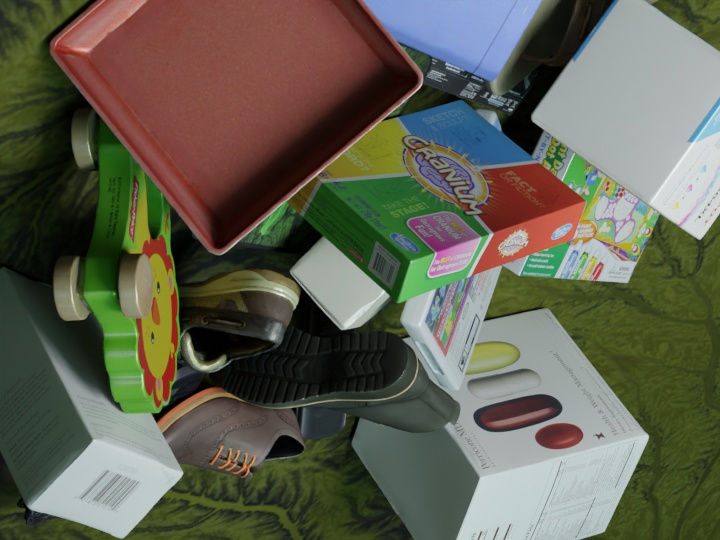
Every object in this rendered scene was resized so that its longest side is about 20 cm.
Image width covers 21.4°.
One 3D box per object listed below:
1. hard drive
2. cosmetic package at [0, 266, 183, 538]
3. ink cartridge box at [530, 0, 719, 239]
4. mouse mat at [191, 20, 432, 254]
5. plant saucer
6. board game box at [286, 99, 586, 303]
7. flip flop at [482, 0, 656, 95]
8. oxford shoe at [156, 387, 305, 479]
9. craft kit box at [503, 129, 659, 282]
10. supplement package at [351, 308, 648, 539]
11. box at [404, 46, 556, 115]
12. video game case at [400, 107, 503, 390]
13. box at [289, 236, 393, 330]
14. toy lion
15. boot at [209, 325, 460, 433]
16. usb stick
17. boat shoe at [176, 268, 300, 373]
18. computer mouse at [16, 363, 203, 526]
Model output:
[{"bbox_3d":[0.045,-0.235,1.425,0.199,0.025,0.132,20,116,-21],"label":"hard drive"},{"bbox_3d":[-0.235,0.101,1.494,0.081,0.200,0.113,-45,140,12],"label":"cosmetic package"},{"bbox_3d":[0.249,-0.121,1.550,0.129,0.125,0.200,-55,156,7],"label":"ink cartridge box"},{"bbox_3d":[-0.036,-0.098,1.479,0.161,0.008,0.200,7,119,-53],"label":"mouse mat"},{"bbox_3d":[-0.088,-0.148,1.375,0.199,0.200,0.037,-40,175,4],"label":"plant saucer"},{"bbox_3d":[0.055,-0.058,1.480,0.200,0.153,0.040,-19,140,-41],"label":"board game box"},{"bbox_3d":[0.184,-0.201,1.534,0.199,0.058,0.081,-28,144,-15],"label":"flip flop"},{"bbox_3d":[-0.120,0.150,1.707,0.200,0.073,0.071,-11,148,-52],"label":"oxford shoe"},{"bbox_3d":[0.219,-0.087,1.719,0.200,0.048,0.198,2,112,-53],"label":"craft kit box"},{"bbox_3d":[0.133,0.164,1.863,0.199,0.191,0.147,-11,136,-30],"label":"supplement package"},{"bbox_3d":[0.095,-0.219,1.532,0.200,0.050,0.158,13,121,-46],"label":"box"},{"bbox_3d":[0.092,-0.015,1.656,0.182,0.023,0.201,58,50,-66],"label":"video game case"},{"bbox_3d":[0.000,0.000,1.600,0.082,0.068,0.200,-43,176,1],"label":"box"},{"bbox_3d":[-0.172,0.000,1.456,0.068,0.201,0.192,-2,154,9],"label":"toy lion"},{"bbox_3d":[-0.022,0.109,1.698,0.138,0.199,0.078,43,57,-54],"label":"boot"},{"bbox_3d":[-0.033,0.085,1.779,0.055,0.033,0.201,-12,138,-18],"label":"usb stick"},{"bbox_3d":[-0.131,0.050,1.561,0.073,0.065,0.200,31,146,-30],"label":"boat shoe"},{"bbox_3d":[-0.228,0.142,1.661,0.140,0.046,0.200,-19,153,-52],"label":"computer mouse"}]
